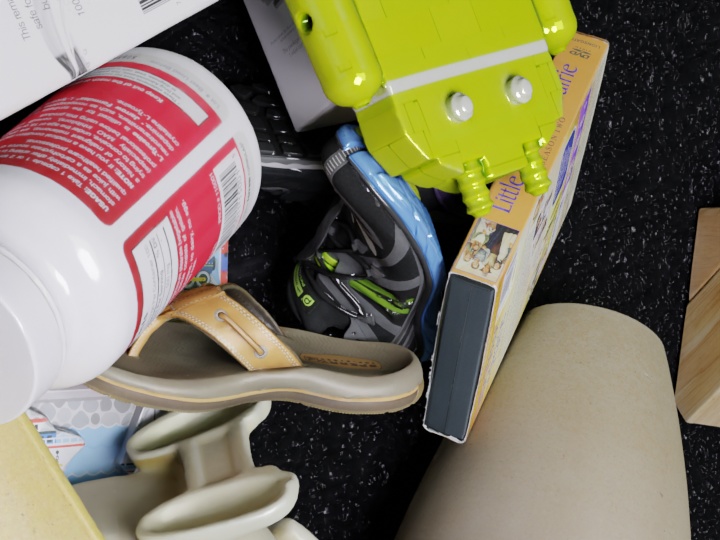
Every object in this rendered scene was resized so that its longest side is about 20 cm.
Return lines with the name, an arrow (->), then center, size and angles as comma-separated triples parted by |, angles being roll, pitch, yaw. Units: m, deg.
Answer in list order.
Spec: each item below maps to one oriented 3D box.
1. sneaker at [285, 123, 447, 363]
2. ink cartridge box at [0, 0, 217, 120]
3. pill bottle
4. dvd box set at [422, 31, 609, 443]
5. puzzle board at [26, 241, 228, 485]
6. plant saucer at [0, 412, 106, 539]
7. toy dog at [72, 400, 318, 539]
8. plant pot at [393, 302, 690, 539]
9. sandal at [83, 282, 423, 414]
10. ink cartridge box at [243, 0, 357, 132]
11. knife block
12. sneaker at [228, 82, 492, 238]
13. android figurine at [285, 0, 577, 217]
sneaker -> 0.000, 0.000, 0.955 | 0.082, 0.071, 0.200 | -18, 148, -8
ink cartridge box -> -0.171, -0.164, 0.858 | 0.200, 0.083, 0.147 | -34, 111, -31
pill bottle -> -0.136, -0.017, 0.833 | 0.113, 0.112, 0.200 | 65, 34, -20
dvd box set -> 0.089, -0.020, 1.010 | 0.147, 0.029, 0.201 | 95, 18, -51
puzzle board -> -0.154, 0.046, 0.925 | 0.199, 0.017, 0.152 | -1, 93, -36
plant saucer -> -0.174, 0.161, 0.756 | 0.201, 0.048, 0.200 | 58, 25, 1
toy dog -> -0.078, 0.195, 0.912 | 0.193, 0.140, 0.201 | -25, 113, -11
plant pot -> 0.117, 0.128, 1.048 | 0.187, 0.187, 0.201 | 33, 59, -33
sandal -> -0.059, 0.035, 0.914 | 0.199, 0.080, 0.054 | 5, 112, -17
ink cartridge box -> -0.011, -0.187, 0.963 | 0.116, 0.067, 0.201 | -15, 79, -37
knife block -> 0.300, 0.011, 1.162 | 0.064, 0.175, 0.201 | 10, 87, -35
sneaker -> -0.012, -0.048, 0.991 | 0.199, 0.076, 0.088 | 1, 126, -20
android figurine -> 0.039, -0.125, 0.898 | 0.181, 0.041, 0.201 | -17, 86, -41
